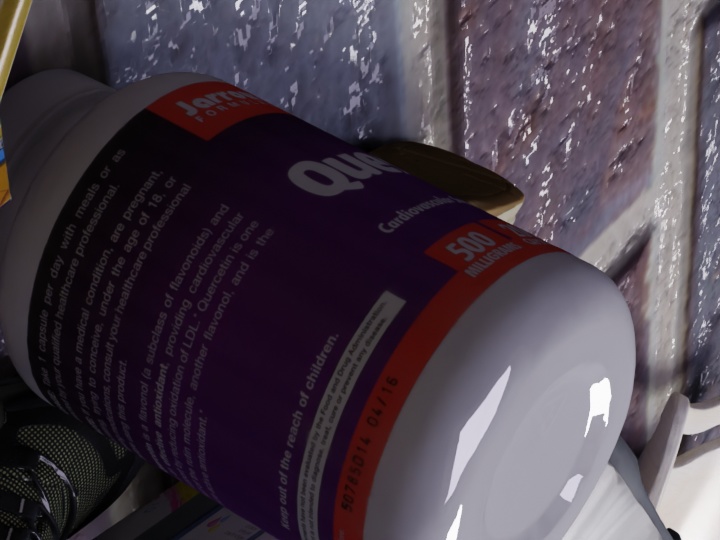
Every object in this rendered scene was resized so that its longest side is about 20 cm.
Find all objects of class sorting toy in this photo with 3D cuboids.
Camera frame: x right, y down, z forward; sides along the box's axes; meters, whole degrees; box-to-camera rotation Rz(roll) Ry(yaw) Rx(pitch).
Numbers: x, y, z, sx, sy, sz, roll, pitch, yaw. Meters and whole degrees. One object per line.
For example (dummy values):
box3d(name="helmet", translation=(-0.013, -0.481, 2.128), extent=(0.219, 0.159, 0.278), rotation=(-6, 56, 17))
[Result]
box3d(name="sorting toy", translation=(0.154, 0.147, 1.371), extent=(0.200, 0.107, 0.180), rotation=(7, 101, -61))

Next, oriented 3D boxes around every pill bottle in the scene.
box3d(name="pill bottle", translation=(-0.026, 0.013, 0.813), extent=(0.112, 0.200, 0.113), rotation=(-41, 147, -35))

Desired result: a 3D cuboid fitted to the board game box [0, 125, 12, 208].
box3d(name="board game box", translation=(-0.177, -0.037, 0.667), extent=(0.200, 0.057, 0.165), rotation=(-42, 147, -34))

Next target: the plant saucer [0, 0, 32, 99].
box3d(name="plant saucer", translation=(-0.136, -0.057, 0.609), extent=(0.200, 0.048, 0.200), rotation=(-3, 116, -59))

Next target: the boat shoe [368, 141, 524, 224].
box3d(name="boat shoe", translation=(0.000, 0.000, 0.979), extent=(0.200, 0.074, 0.069), rotation=(-11, 125, -64))

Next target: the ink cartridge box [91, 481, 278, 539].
box3d(name="ink cartridge box", translation=(-0.027, 0.145, 0.922), extent=(0.200, 0.087, 0.145), rotation=(-33, 120, -21))

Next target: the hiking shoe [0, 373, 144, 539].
box3d(name="hiking shoe", translation=(-0.120, 0.105, 0.843), extent=(0.200, 0.101, 0.076), rotation=(-37, 144, -40))

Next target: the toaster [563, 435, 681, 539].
box3d(name="toaster", translation=(0.052, 0.123, 1.150), extent=(0.129, 0.114, 0.200), rotation=(-52, 150, -11))
